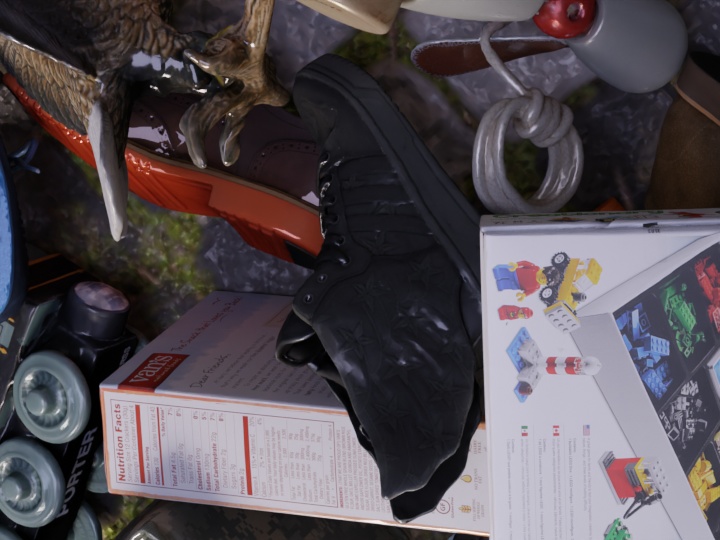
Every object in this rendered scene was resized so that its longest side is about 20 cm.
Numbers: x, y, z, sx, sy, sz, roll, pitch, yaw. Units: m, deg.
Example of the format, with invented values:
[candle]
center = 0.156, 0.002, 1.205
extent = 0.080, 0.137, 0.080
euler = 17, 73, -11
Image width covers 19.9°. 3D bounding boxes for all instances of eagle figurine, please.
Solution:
[eagle figurine]
center = -0.124, -0.126, 0.899
extent = 0.199, 0.151, 0.152
euler = 28, 122, 10

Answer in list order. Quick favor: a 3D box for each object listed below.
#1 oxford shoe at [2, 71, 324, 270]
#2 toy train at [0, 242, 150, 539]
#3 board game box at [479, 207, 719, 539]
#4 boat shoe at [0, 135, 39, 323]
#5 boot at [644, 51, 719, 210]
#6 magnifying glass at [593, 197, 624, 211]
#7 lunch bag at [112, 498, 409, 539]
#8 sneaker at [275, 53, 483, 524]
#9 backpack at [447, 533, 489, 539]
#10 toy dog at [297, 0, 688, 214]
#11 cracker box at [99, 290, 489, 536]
[oxford shoe]
center = -0.078, -0.067, 0.973
extent = 0.199, 0.071, 0.073
euler = 25, 80, 18
[toy train]
center = -0.177, 0.081, 1.041
extent = 0.114, 0.085, 0.201
euler = 32, 117, 21
[board game box]
center = 0.112, 0.077, 0.797
extent = 0.125, 0.035, 0.201
euler = -1, 102, 5
[boat shoe]
center = -0.194, -0.071, 0.978
extent = 0.084, 0.069, 0.201
euler = -15, 86, 14
[boot]
center = 0.183, -0.012, 0.834
extent = 0.073, 0.200, 0.076
euler = 11, 115, -32
[magnifying glass]
center = 0.169, 0.051, 0.936
extent = 0.080, 0.022, 0.200
euler = -39, 93, 25
[lunch bag]
center = -0.094, 0.187, 0.993
extent = 0.118, 0.164, 0.200
euler = 47, 116, 3
[sneaker]
center = 0.000, 0.001, 0.861
extent = 0.104, 0.060, 0.200
euler = -33, 63, -11
[backpack]
center = 0.052, 0.222, 0.976
extent = 0.163, 0.154, 0.200
euler = 41, 93, -3
[toy dog]
center = 0.039, -0.128, 0.861
extent = 0.132, 0.096, 0.200
euler = -48, 124, -7
[cracker box]
center = -0.002, 0.062, 0.937
extent = 0.199, 0.134, 0.058
euler = 5, 110, 19
